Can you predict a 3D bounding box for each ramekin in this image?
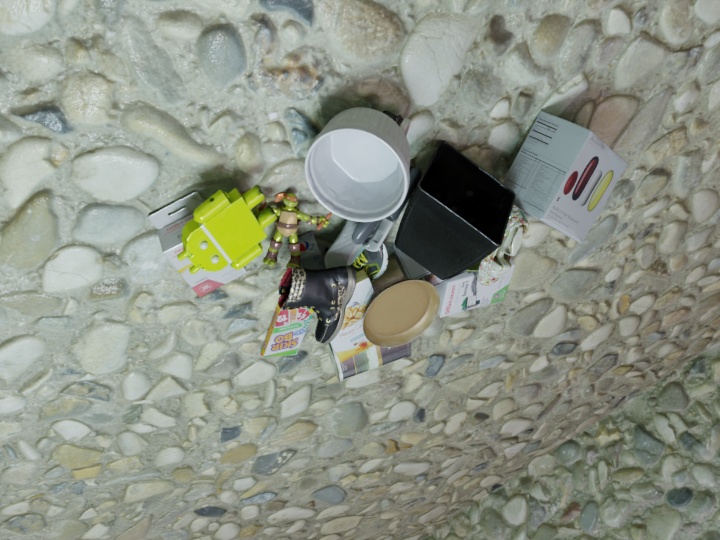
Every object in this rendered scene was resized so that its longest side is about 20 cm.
[{"bbox_3d":[0.002,-0.202,1.239,0.194,0.106,0.203,10,135,10],"label":"ramekin"}]

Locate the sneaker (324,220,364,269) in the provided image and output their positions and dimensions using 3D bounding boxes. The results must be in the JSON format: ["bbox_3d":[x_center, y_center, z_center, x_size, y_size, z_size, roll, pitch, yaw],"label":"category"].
[{"bbox_3d":[-0.010,-0.080,1.478,0.201,0.074,0.118,-48,-178,-5],"label":"sneaker"}]

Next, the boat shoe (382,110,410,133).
[{"bbox_3d":[0.043,-0.227,1.325,0.059,0.075,0.202,27,144,4],"label":"boat shoe"}]

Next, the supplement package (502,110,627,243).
[{"bbox_3d":[0.441,-0.200,1.466,0.189,0.147,0.204,18,105,-43],"label":"supplement package"}]

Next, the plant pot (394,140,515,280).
[{"bbox_3d":[0.180,-0.105,1.388,0.197,0.201,0.178,34,131,-3],"label":"plant pot"}]

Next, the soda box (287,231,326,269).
[{"bbox_3d":[-0.104,0.008,1.506,0.062,0.069,0.202,-21,142,-3],"label":"soda box"}]

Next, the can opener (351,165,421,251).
[{"bbox_3d":[0.057,-0.131,1.388,0.203,0.052,0.066,-57,149,-2],"label":"can opener"}]

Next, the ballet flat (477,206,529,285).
[{"bbox_3d":[0.306,-0.040,1.441,0.074,0.064,0.204,-2,125,-25],"label":"ballet flat"}]

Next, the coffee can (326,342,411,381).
[{"bbox_3d":[0.016,0.181,1.710,0.195,0.148,0.148,-18,142,-9],"label":"coffee can"}]

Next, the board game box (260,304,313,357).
[{"bbox_3d":[-0.183,0.152,1.664,0.093,0.030,0.202,-1,138,-28],"label":"board game box"}]

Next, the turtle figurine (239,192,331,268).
[{"bbox_3d":[-0.158,-0.091,1.356,0.194,0.065,0.165,5,114,-17],"label":"turtle figurine"}]

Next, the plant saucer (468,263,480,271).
[{"bbox_3d":[0.252,-0.100,1.518,0.195,0.205,0.031,-22,178,-4],"label":"plant saucer"}]

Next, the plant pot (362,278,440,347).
[{"bbox_3d":[0.092,0.094,1.546,0.195,0.028,0.204,-14,132,-15],"label":"plant pot"}]

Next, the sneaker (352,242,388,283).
[{"bbox_3d":[0.000,0.000,1.543,0.083,0.075,0.203,-10,140,-33],"label":"sneaker"}]

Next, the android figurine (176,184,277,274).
[{"bbox_3d":[-0.251,-0.070,1.252,0.198,0.041,0.183,-36,143,-8],"label":"android figurine"}]

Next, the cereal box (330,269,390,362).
[{"bbox_3d":[-0.021,0.108,1.552,0.141,0.040,0.203,-27,131,-4],"label":"cereal box"}]

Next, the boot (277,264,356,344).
[{"bbox_3d":[-0.102,0.070,1.407,0.147,0.074,0.203,4,130,-28],"label":"boot"}]

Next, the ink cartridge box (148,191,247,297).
[{"bbox_3d":[-0.318,-0.048,1.317,0.114,0.068,0.202,-27,141,-1],"label":"ink cartridge box"}]

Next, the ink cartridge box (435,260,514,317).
[{"bbox_3d":[0.284,0.027,1.738,0.195,0.085,0.148,-15,141,-15],"label":"ink cartridge box"}]

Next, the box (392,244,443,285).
[{"bbox_3d":[0.187,-0.040,1.582,0.196,0.118,0.061,-24,146,-4],"label":"box"}]
